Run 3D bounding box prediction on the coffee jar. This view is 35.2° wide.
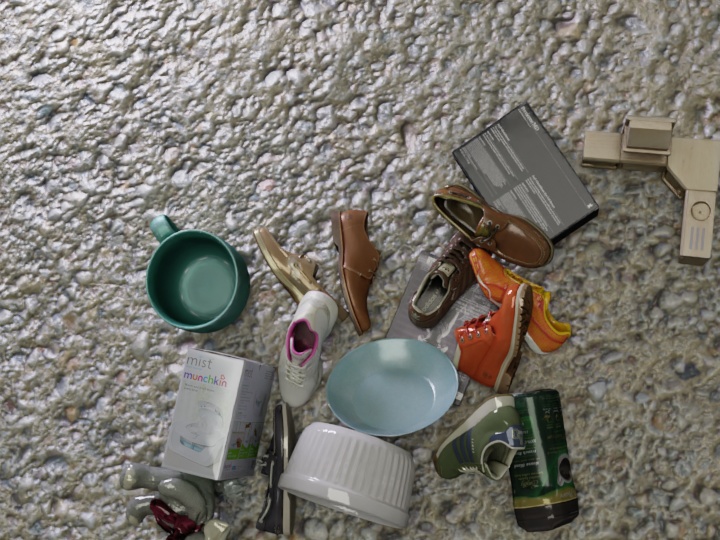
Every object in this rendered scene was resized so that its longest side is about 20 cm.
[{"bbox_3d":[0.261,0.279,1.667,0.085,0.104,0.203,-14,79,30],"label":"coffee jar"}]

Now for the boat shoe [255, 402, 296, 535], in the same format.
[{"bbox_3d":[-0.134,0.305,1.743,0.062,0.073,0.203,-1,87,7],"label":"boat shoe"}]

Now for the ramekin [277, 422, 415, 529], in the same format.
[{"bbox_3d":[-0.012,0.299,1.666,0.198,0.200,0.106,16,76,11],"label":"ramekin"}]

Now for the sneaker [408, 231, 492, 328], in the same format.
[{"bbox_3d":[0.143,0.002,1.724,0.070,0.076,0.201,32,85,12],"label":"sneaker"}]

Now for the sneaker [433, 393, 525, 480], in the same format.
[{"bbox_3d":[0.173,0.269,1.642,0.066,0.201,0.091,4,49,-30],"label":"sneaker"}]

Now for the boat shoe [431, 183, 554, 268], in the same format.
[{"bbox_3d":[0.190,-0.059,1.676,0.199,0.068,0.073,31,112,25],"label":"boat shoe"}]

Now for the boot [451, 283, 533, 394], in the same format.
[{"bbox_3d":[0.191,0.091,1.664,0.106,0.075,0.202,22,130,13],"label":"boot"}]

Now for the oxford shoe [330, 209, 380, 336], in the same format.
[{"bbox_3d":[0.000,0.000,1.768,0.070,0.071,0.203,-8,80,2],"label":"oxford shoe"}]

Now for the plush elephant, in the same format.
[{"bbox_3d":[-0.265,0.391,1.705,0.197,0.165,0.156,2,55,-14],"label":"plush elephant"}]

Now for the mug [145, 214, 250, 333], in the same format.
[{"bbox_3d":[-0.250,0.005,1.782,0.150,0.114,0.188,-3,81,9],"label":"mug"}]

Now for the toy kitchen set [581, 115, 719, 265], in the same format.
[{"bbox_3d":[0.423,-0.118,1.668,0.197,0.163,0.183,6,83,10],"label":"toy kitchen set"}]

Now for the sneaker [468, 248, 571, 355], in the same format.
[{"bbox_3d":[0.240,0.035,1.702,0.077,0.073,0.200,-40,103,22],"label":"sneaker"}]

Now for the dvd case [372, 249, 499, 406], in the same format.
[{"bbox_3d":[0.124,0.089,1.761,0.147,0.016,0.202,22,85,10],"label":"dvd case"}]

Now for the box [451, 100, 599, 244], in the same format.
[{"bbox_3d":[0.253,-0.134,1.740,0.140,0.079,0.201,-34,78,7],"label":"box"}]

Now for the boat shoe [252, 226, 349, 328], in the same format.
[{"bbox_3d":[-0.095,0.007,1.784,0.064,0.071,0.201,-36,88,-2],"label":"boat shoe"}]

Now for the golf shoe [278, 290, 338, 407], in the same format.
[{"bbox_3d":[-0.094,0.130,1.722,0.075,0.092,0.202,19,117,11],"label":"golf shoe"}]

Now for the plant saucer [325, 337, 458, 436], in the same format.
[{"bbox_3d":[0.048,0.183,1.692,0.198,0.039,0.202,-4,40,4],"label":"plant saucer"}]

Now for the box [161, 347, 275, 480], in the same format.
[{"bbox_3d":[-0.206,0.216,1.702,0.095,0.200,0.179,10,85,10],"label":"box"}]
